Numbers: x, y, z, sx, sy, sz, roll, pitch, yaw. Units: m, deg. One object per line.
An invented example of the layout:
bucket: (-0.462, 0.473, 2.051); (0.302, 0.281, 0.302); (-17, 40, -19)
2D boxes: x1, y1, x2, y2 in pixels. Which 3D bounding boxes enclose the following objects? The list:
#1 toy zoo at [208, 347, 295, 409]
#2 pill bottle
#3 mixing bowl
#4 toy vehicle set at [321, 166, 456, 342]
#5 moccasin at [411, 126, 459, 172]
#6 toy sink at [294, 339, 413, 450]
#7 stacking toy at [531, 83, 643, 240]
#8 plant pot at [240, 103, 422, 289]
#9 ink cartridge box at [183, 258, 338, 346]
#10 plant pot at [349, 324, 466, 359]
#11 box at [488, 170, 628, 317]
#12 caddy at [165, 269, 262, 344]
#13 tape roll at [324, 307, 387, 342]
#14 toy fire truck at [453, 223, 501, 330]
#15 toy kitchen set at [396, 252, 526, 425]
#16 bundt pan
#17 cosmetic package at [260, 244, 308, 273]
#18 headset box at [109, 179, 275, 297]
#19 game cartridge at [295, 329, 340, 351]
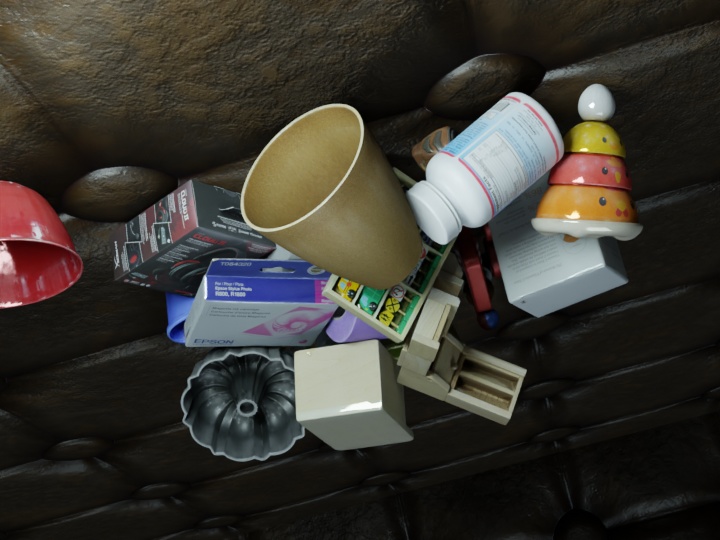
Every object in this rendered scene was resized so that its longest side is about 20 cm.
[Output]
toy zoo: (-0.169, 0.124, 1.950); (0.130, 0.201, 0.021); (24, 130, -16)
pill bottle: (0.155, -0.126, 1.530); (0.200, 0.109, 0.109); (-40, 162, -13)
mixing bowl: (-0.451, -0.040, 1.499); (0.198, 0.109, 0.201); (-11, 157, -5)
toy vehicle set: (0.047, -0.021, 1.621); (0.124, 0.201, 0.026); (32, 162, -10)
moccasin: (0.134, -0.130, 1.659); (0.077, 0.075, 0.201); (-17, 160, 26)
toy sink: (-0.006, 0.184, 1.785); (0.129, 0.113, 0.200); (-9, 157, 14)
stacking toy: (0.299, -0.143, 1.575); (0.144, 0.203, 0.146); (3, -178, 0)
plant pot: (-0.014, -0.069, 1.485); (0.185, 0.188, 0.200); (-25, 131, 27)
ink cartridge box: (-0.133, 0.050, 1.683); (0.194, 0.044, 0.200); (1, 152, -19)
plant pot: (0.055, 0.065, 1.927); (0.198, 0.186, 0.201); (-10, 158, -4)
box: (0.276, -0.058, 1.737); (0.151, 0.202, 0.106); (-22, 156, 25)
caddy: (-0.205, 0.054, 1.811); (0.199, 0.106, 0.141); (-29, 152, 35)
tape roll: (0.000, 0.000, 1.724); (0.084, 0.202, 0.200); (-3, 156, -22)
toy fire truck: (0.167, -0.001, 1.820); (0.111, 0.169, 0.201); (-14, 135, 4)
toy kitchen set: (0.164, 0.087, 1.703); (0.179, 0.164, 0.200); (21, 159, 4)
bundt pan: (-0.170, 0.187, 1.827); (0.199, 0.076, 0.204); (-1, 119, -2)
cosmetic package: (-0.078, -0.057, 1.664); (0.080, 0.114, 0.200); (-1, 153, -22)
headset box: (-0.225, -0.044, 1.658); (0.199, 0.076, 0.148); (-28, 152, 33)
game cartridge: (-0.073, 0.086, 1.973); (0.041, 0.135, 0.200); (-5, 156, -19)
